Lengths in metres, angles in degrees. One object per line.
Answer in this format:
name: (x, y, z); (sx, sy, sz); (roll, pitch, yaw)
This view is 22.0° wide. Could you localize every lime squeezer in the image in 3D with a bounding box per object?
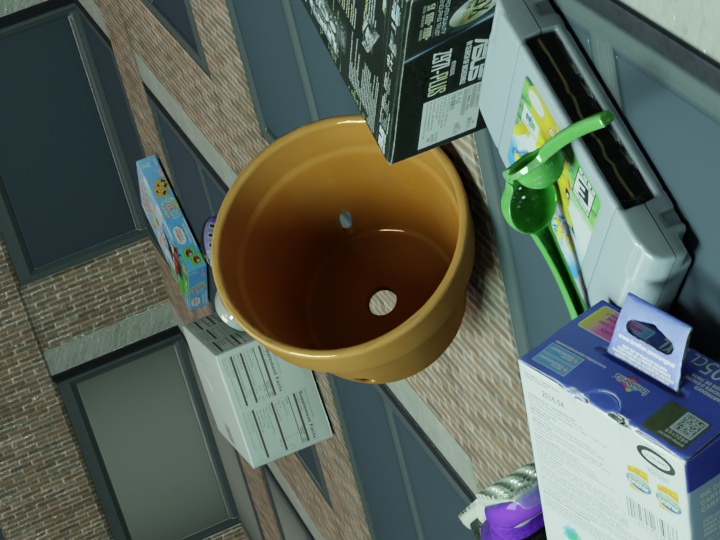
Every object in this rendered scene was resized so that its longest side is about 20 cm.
lime squeezer: (0.108, -0.041, 1.065); (0.200, 0.038, 0.071); (87, 157, -54)

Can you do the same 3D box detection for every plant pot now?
plant pot: (0.000, 0.000, 1.430); (0.200, 0.200, 0.140); (61, -179, 29)

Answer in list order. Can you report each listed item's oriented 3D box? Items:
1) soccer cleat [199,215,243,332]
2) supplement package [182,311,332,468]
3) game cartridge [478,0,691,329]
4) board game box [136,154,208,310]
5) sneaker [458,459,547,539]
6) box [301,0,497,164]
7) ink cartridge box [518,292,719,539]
soccer cleat: (-0.152, -0.011, 2.319); (0.073, 0.068, 0.200); (-49, 33, 26)
supplement package: (-0.133, 0.139, 2.347); (0.200, 0.111, 0.156); (-150, 40, -71)
game cartridge: (0.129, -0.060, 1.112); (0.133, 0.040, 0.200); (87, 158, -65)
board game box: (-0.287, -0.057, 2.830); (0.151, 0.036, 0.201); (97, 149, -66)
sneaker: (0.139, 0.208, 1.462); (0.100, 0.069, 0.200); (59, 170, 10)
box: (0.027, -0.193, 1.189); (0.200, 0.086, 0.164); (95, 150, -63)
ink cartridge box: (0.168, 0.110, 1.070); (0.136, 0.076, 0.201); (31, 146, 43)
